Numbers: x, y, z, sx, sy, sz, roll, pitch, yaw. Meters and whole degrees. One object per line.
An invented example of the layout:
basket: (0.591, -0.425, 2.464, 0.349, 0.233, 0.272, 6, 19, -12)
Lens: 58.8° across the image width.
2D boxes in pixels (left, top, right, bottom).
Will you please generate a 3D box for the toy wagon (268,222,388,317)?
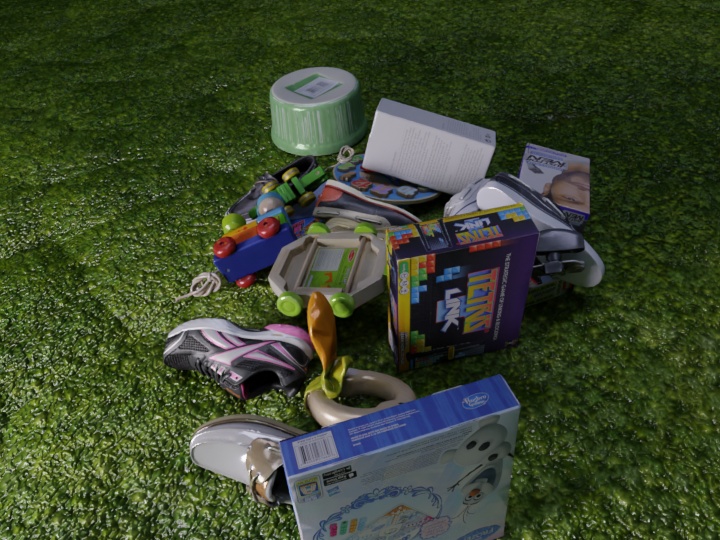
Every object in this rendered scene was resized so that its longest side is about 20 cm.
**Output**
toy wagon: (-0.018, -0.001, 0.824, 0.196, 0.040, 0.156, 1, 40, 15)

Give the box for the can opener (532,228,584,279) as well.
can opener: (0.194, -0.012, 0.841, 0.197, 0.053, 0.068, -5, 76, 28)

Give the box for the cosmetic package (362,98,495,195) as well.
cosmetic package: (0.112, -0.198, 1.046, 0.197, 0.103, 0.072, 17, 34, 1)

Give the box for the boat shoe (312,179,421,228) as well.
boat shoe: (0.021, -0.075, 0.993, 0.197, 0.071, 0.063, 24, 79, 10)

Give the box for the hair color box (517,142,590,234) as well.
hair color box: (0.294, -0.122, 0.989, 0.107, 0.066, 0.201, 16, 37, 9)

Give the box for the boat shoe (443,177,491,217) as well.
boat shoe: (0.155, -0.080, 0.936, 0.065, 0.075, 0.199, 18, 35, 30)

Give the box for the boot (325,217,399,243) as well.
boot: (0.000, 0.000, 0.904, 0.197, 0.074, 0.156, 15, 44, 25)

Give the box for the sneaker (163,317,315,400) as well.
sneaker: (-0.156, 0.115, 0.791, 0.196, 0.081, 0.087, -3, 51, 12)

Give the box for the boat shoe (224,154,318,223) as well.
boat shoe: (-0.147, -0.138, 1.084, 0.198, 0.067, 0.070, -30, 46, -26)

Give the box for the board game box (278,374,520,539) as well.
board game box: (0.039, 0.200, 0.574, 0.196, 0.202, 0.044, -14, 39, -11)

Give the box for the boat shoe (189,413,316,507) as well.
boat shoe: (-0.093, 0.206, 0.677, 0.196, 0.076, 0.069, 4, 35, 9)

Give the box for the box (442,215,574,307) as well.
box: (0.212, -0.028, 0.943, 0.108, 0.035, 0.201, -17, 42, -14)

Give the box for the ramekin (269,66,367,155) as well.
ramekin: (-0.086, -0.320, 1.262, 0.196, 0.099, 0.202, -3, 40, 3)

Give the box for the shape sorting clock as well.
shape sorting clock: (0.050, -0.163, 1.099, 0.196, 0.040, 0.201, 2, 35, -1)

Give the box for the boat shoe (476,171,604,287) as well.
boat shoe: (0.251, -0.061, 0.867, 0.199, 0.072, 0.068, 39, 55, 14)

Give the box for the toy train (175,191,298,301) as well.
toy train: (-0.192, -0.038, 0.956, 0.197, 0.085, 0.117, -23, 44, 5)

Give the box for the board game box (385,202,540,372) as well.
board game box: (0.115, 0.027, 0.763, 0.162, 0.202, 0.057, -11, 46, -6)

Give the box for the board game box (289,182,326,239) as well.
board game box: (-0.087, -0.082, 1.049, 0.102, 0.020, 0.199, 27, 50, 34)

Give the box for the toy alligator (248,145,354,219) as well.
toy alligator: (-0.094, -0.135, 1.042, 0.198, 0.054, 0.060, -34, 84, -8)

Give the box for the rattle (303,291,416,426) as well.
rattle: (0.034, 0.116, 0.705, 0.198, 0.146, 0.129, 12, 1, 40)
